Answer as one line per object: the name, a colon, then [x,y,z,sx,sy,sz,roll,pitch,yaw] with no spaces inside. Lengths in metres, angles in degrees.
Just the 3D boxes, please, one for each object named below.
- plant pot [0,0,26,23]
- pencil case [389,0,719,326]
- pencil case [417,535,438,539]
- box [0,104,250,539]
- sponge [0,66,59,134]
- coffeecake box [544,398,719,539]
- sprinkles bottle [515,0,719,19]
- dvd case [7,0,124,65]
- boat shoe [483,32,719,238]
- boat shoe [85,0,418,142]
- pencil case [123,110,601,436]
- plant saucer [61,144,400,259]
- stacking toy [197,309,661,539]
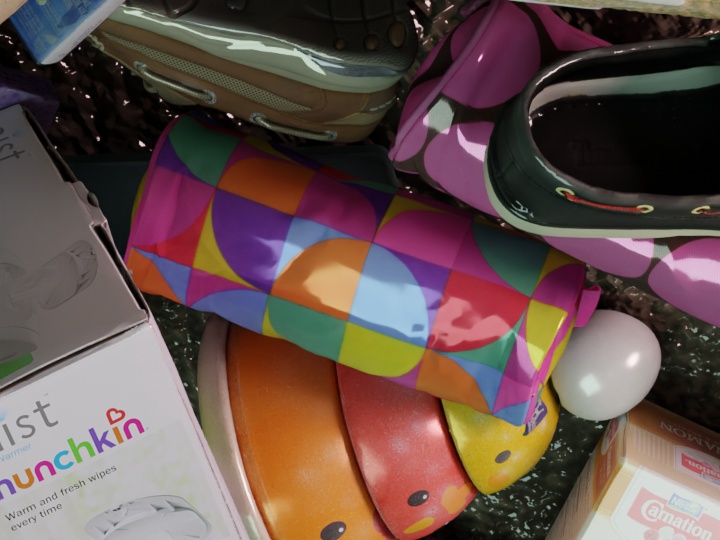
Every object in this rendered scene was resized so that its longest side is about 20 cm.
plant pot: [-0.148,-0.185,0.958,0.134,0.201,0.201,-26,121,1]
pencil case: [0.116,-0.043,1.086,0.199,0.091,0.094,25,94,-1]
pencil case: [-0.004,0.163,1.330,0.199,0.091,0.094,28,104,-2]
box: [-0.123,0.057,1.117,0.096,0.200,0.177,-26,125,-7]
sponge: [-0.236,-0.054,1.147,0.199,0.030,0.112,16,111,-28]
coffeecake box: [0.145,0.180,1.236,0.153,0.073,0.201,25,113,-4]
sprinkles bottle: [0.096,-0.129,1.001,0.199,0.068,0.068,6,134,-3]
dvd case: [-0.095,-0.193,1.029,0.200,0.018,0.143,-38,80,31]
boat shoe: [0.148,-0.051,1.012,0.200,0.074,0.063,-5,165,-10]
boat shoe: [-0.077,-0.102,1.133,0.199,0.076,0.072,21,137,7]
pencil case: [0.000,0.000,1.142,0.199,0.089,0.089,21,135,3]
plant saucer: [-0.069,-0.027,1.234,0.199,0.019,0.070,-1,129,23]
stacking toy: [0.037,0.059,1.210,0.199,0.146,0.147,-17,123,15]
